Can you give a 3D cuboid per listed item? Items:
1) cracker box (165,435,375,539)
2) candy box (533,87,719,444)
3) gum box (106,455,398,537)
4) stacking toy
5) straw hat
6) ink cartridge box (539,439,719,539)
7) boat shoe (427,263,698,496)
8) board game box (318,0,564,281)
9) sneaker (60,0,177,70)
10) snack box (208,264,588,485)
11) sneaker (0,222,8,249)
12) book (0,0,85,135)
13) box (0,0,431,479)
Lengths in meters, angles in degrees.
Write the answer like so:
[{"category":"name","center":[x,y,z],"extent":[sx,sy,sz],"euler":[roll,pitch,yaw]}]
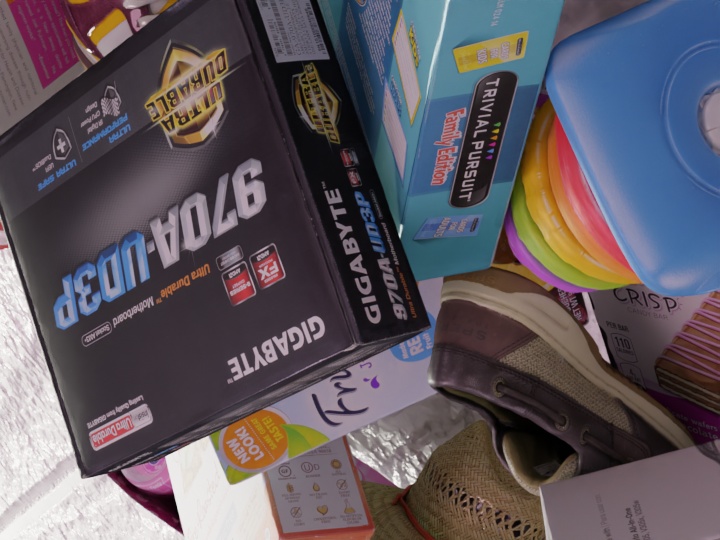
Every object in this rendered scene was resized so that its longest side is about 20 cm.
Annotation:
[{"category":"cracker box","center":[-0.061,0.094,1.114],"extent":[0.134,0.057,0.201],"euler":[115,146,-47]},{"category":"candy box","center":[0.168,0.001,0.918],"extent":[0.136,0.061,0.201],"euler":[10,132,44]},{"category":"gum box","center":[-0.052,0.140,1.248],"extent":[0.199,0.113,0.067],"euler":[31,105,35]},{"category":"stacking toy","center":[0.096,-0.032,0.833],"extent":[0.111,0.115,0.200],"euler":[64,152,1]},{"category":"straw hat","center":[0.069,0.132,1.141],"extent":[0.200,0.201,0.086],"euler":[30,104,25]},{"category":"ink cartridge box","center":[0.187,0.146,0.872],"extent":[0.084,0.198,0.147],"euler":[-95,-10,-65]},{"category":"boat shoe","center":[0.089,0.070,0.915],"extent":[0.071,0.066,0.201],"euler":[13,158,43]},{"category":"board game box","center":[0.026,-0.112,0.793],"extent":[0.201,0.046,0.152],"euler":[101,157,-59]},{"category":"sneaker","center":[-0.079,-0.105,0.918],"extent":[0.200,0.075,0.091],"euler":[37,154,36]},{"category":"snack box","center":[0.000,0.000,0.991],"extent":[0.053,0.198,0.143],"euler":[-123,11,-59]},{"category":"sneaker","center":[-0.224,-0.073,1.309],"extent":[0.198,0.078,0.116],"euler":[15,129,23]},{"category":"book","center":[-0.162,-0.159,1.005],"extent":[0.048,0.200,0.134],"euler":[11,133,42]},{"category":"box","center":[-0.072,-0.016,0.860],"extent":[0.199,0.046,0.160],"euler":[-27,79,45]}]
